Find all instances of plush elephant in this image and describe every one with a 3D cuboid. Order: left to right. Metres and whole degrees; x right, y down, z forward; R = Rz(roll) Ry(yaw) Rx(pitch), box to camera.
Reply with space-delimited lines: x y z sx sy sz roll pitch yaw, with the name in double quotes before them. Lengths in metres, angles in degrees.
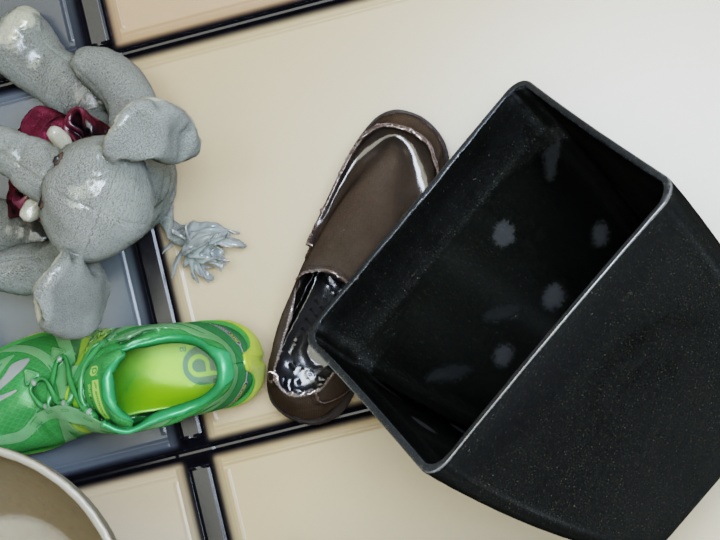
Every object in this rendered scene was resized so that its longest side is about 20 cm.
"plush elephant" -0.171 -0.052 1.499 0.199 0.155 0.165 27 91 7

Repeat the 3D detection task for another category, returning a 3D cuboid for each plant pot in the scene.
"plant pot" 0.122 0.044 1.440 0.177 0.200 0.200 39 93 -31

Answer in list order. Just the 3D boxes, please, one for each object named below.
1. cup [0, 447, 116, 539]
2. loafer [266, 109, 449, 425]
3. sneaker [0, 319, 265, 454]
"cup" -0.222 0.199 1.504 0.199 0.143 0.201 0 88 5
"loafer" 0.000 0.000 1.522 0.073 0.071 0.201 20 90 6
"sneaker" -0.159 0.066 1.530 0.199 0.084 0.074 -13 87 9
